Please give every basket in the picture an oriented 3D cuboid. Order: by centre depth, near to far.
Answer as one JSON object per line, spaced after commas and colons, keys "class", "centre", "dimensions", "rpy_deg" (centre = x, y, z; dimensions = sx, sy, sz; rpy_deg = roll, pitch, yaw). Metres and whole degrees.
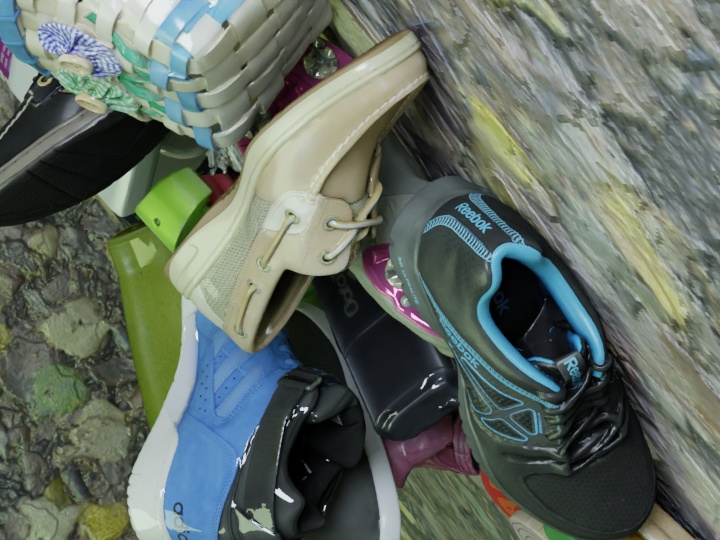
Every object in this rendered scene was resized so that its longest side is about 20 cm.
{"class": "basket", "centre": [-0.114, -0.156, 0.970], "dimensions": [0.200, 0.139, 0.176], "rpy_deg": [41, 170, 13]}

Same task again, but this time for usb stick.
{"class": "usb stick", "centre": [0.001, 0.003, 1.156], "dimensions": [0.033, 0.055, 0.200], "rpy_deg": [32, -155, -45]}

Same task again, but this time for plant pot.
{"class": "plant pot", "centre": [-0.070, 0.040, 1.463], "dimensions": [0.193, 0.200, 0.200], "rpy_deg": [66, 170, -6]}

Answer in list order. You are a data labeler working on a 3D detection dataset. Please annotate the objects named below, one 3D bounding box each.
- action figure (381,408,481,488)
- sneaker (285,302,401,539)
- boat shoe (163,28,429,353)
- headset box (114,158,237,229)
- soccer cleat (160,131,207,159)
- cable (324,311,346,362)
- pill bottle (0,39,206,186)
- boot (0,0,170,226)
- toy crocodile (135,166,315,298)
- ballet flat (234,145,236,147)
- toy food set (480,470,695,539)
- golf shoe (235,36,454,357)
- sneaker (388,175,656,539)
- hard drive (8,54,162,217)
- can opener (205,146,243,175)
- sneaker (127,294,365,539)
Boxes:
{"class": "action figure", "centre": [0.058, 0.084, 1.285], "dimensions": [0.200, 0.134, 0.149], "rpy_deg": [9, 95, 62]}
{"class": "sneaker", "centre": [-0.050, 0.086, 1.241], "dimensions": [0.200, 0.099, 0.071], "rpy_deg": [-112, 31, -46]}
{"class": "boat shoe", "centre": [-0.018, -0.031, 0.986], "dimensions": [0.065, 0.072, 0.200], "rpy_deg": [50, 136, 7]}
{"class": "headset box", "centre": [-0.090, 0.015, 1.727], "dimensions": [0.174, 0.093, 0.200], "rpy_deg": [59, 171, -30]}
{"class": "soccer cleat", "centre": [-0.150, -0.161, 1.398], "dimensions": [0.200, 0.068, 0.085], "rpy_deg": [62, 166, 7]}
{"class": "cable", "centre": [0.000, 0.000, 1.247], "dimensions": [0.097, 0.050, 0.200], "rpy_deg": [63, -174, -48]}
{"class": "pill bottle", "centre": [-0.187, -0.145, 1.538], "dimensions": [0.200, 0.112, 0.112], "rpy_deg": [49, 171, 27]}
{"class": "boot", "centre": [-0.150, -0.132, 1.145], "dimensions": [0.151, 0.200, 0.073], "rpy_deg": [56, -161, 20]}
{"class": "toy crocodile", "centre": [-0.062, -0.029, 1.320], "dimensions": [0.200, 0.062, 0.068], "rpy_deg": [6, -141, -53]}
{"class": "ballet flat", "centre": [-0.085, -0.122, 1.193], "dimensions": [0.200, 0.067, 0.064], "rpy_deg": [56, 146, 19]}
{"class": "toy food set", "centre": [0.142, 0.167, 1.141], "dimensions": [0.198, 0.049, 0.200], "rpy_deg": [49, 169, -5]}
{"class": "golf shoe", "centre": [0.000, -0.033, 1.080], "dimensions": [0.200, 0.075, 0.092], "rpy_deg": [52, 171, 18]}
{"class": "sneaker", "centre": [0.081, 0.053, 0.990], "dimensions": [0.200, 0.073, 0.082], "rpy_deg": [56, 169, -27]}
{"class": "hard drive", "centre": [-0.156, -0.145, 1.336], "dimensions": [0.132, 0.027, 0.200], "rpy_deg": [48, 142, 25]}
{"class": "can opener", "centre": [-0.072, -0.098, 1.299], "dimensions": [0.053, 0.066, 0.200], "rpy_deg": [61, 178, -21]}
{"class": "sneaker", "centre": [-0.041, 0.053, 1.153], "dimensions": [0.111, 0.200, 0.077], "rpy_deg": [1, 147, 25]}
